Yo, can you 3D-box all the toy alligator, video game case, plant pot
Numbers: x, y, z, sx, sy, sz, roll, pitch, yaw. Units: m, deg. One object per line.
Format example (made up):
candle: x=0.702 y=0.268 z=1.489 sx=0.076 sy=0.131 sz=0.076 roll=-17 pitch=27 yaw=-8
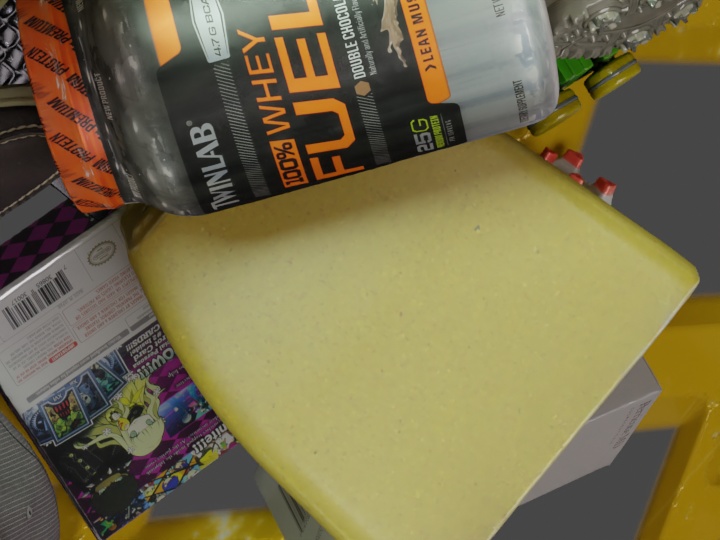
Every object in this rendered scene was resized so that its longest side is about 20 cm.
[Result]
toy alligator: x=0.121 y=-0.122 z=1.237 sx=0.199 sy=0.060 sz=0.054 roll=-32 pitch=179 yaw=-23
video game case: x=-0.091 y=0.020 z=1.187 sx=0.199 sy=0.036 sz=0.182 roll=-36 pitch=134 yaw=-10
plant pot: x=0.000 y=0.000 z=1.079 sx=0.200 sy=0.196 sz=0.195 roll=40 pitch=92 yaw=-11

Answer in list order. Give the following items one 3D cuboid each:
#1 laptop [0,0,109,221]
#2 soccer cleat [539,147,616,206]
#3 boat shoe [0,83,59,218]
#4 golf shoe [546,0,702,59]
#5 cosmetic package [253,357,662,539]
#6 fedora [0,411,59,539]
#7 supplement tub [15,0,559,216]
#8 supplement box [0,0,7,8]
laptop: x=-0.114 y=-0.126 z=1.018 sx=0.177 sy=0.103 sz=0.200 roll=-48 pitch=122 yaw=3
soccer cleat: x=0.055 y=-0.032 z=1.239 sx=0.199 sy=0.069 sz=0.078 roll=10 pitch=118 yaw=-42
boat shoe: x=-0.200 y=-0.013 z=1.017 sx=0.199 sy=0.065 sz=0.073 roll=-28 pitch=147 yaw=21
golf shoe: x=0.155 y=-0.181 z=1.198 sx=0.199 sy=0.098 sz=0.078 roll=-31 pitch=168 yaw=-22
cosmetic package: x=0.051 y=0.088 z=1.283 sx=0.199 sy=0.085 sz=0.108 roll=-21 pitch=158 yaw=-21
fedora: x=-0.207 y=0.113 z=1.107 sx=0.090 sy=0.176 sz=0.201 roll=-46 pitch=129 yaw=-44
supplement tub: x=-0.029 y=-0.095 z=0.937 sx=0.198 sy=0.123 sz=0.123 roll=-16 pitch=132 yaw=2
supplement box: x=-0.218 y=-0.138 z=0.817 sx=0.200 sy=0.200 sz=0.134 roll=39 pitch=94 yaw=-10
